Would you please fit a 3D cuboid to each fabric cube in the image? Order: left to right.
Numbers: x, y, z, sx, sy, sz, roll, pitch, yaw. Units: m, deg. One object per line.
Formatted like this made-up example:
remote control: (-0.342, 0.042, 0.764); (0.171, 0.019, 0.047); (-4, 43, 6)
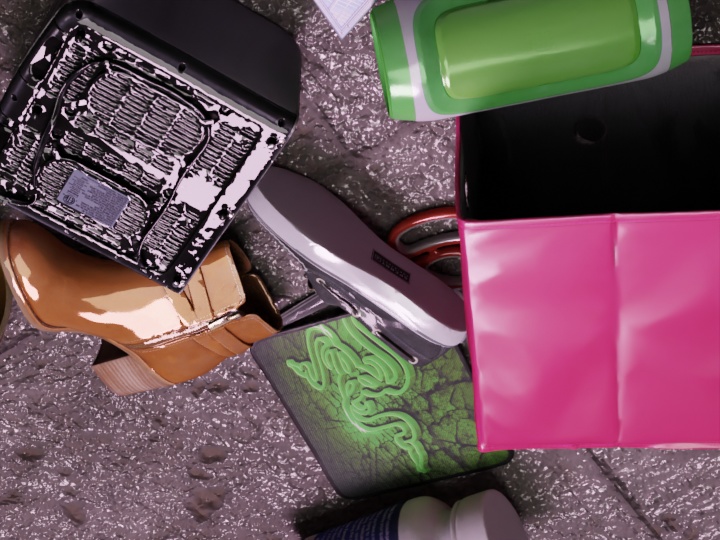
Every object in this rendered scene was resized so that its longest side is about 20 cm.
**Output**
fabric cube: (0.169, -0.015, 1.180); (0.199, 0.197, 0.200); (-2, 129, 7)

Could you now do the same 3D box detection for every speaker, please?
speaker: (0.110, -0.153, 1.131); (0.199, 0.089, 0.089); (-11, 126, -1)

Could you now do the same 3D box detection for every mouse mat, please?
mouse mat: (0.019, 0.107, 1.402); (0.160, 0.008, 0.200); (-16, 126, 18)

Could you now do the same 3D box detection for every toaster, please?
toaster: (-0.160, -0.107, 1.196); (0.199, 0.119, 0.181); (27, 125, -15)

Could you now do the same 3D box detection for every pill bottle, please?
pill bottle: (0.037, 0.256, 1.448); (0.199, 0.120, 0.120); (-24, 121, 23)

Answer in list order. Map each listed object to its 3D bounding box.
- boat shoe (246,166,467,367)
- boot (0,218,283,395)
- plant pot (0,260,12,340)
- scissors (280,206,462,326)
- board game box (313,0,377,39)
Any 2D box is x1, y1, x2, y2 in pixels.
boat shoe: (-0.009, 0.002, 1.282); (0.200, 0.069, 0.057); (37, 123, -10)
boot: (-0.165, 0.008, 1.316); (0.154, 0.074, 0.200); (-21, 134, 22)
plant pot: (-0.371, 0.068, 1.336); (0.185, 0.187, 0.200); (16, 143, -6)
scissors: (0.000, 0.000, 1.327); (0.199, 0.014, 0.073); (-14, 127, 18)
board game box: (-0.016, -0.258, 1.101); (0.199, 0.062, 0.200); (22, 126, -10)
